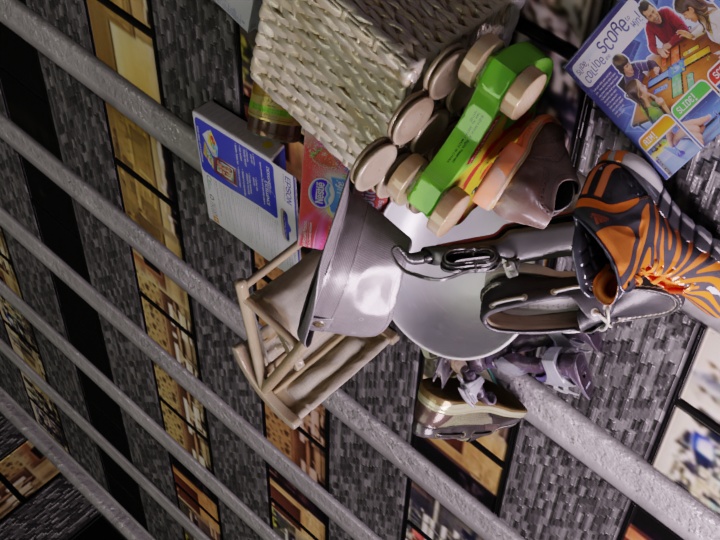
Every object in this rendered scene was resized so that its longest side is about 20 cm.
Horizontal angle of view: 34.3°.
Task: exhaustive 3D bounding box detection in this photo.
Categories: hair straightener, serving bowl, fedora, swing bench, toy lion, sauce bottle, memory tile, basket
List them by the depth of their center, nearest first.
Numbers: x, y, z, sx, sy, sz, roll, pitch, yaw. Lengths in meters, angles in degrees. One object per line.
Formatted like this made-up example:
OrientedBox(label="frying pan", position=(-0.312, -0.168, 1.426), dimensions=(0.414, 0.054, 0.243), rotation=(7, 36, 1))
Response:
OrientedBox(label="memory tile", position=(0.068, -0.125, 1.066), dimensions=(0.017, 0.154, 0.200), rotation=(42, -170, 20))
OrientedBox(label="toy lion", position=(0.115, -0.120, 1.072), dimensions=(0.068, 0.191, 0.201), rotation=(38, 117, 14))
OrientedBox(label="basket", position=(0.017, -0.223, 1.098), dimensions=(0.200, 0.160, 0.199), rotation=(45, 151, 16))
OrientedBox(label="hair straightener", position=(0.128, -0.022, 1.119), dimensions=(0.077, 0.197, 0.041), rotation=(-110, 16, -71))
OrientedBox(label="fedora", position=(0.000, 0.000, 1.197), dimensions=(0.089, 0.178, 0.201), rotation=(18, 141, -3))
OrientedBox(label="sauce bottle", position=(-0.075, -0.239, 1.232), dimensions=(0.064, 0.064, 0.202), rotation=(24, 111, 39))
OrientedBox(label="serving bowl", position=(0.112, -0.009, 1.248), dimensions=(0.198, 0.066, 0.203), rotation=(8, 104, 31))
OrientedBox(label="swing bench", position=(-0.049, 0.055, 1.453), dimensions=(0.129, 0.198, 0.201), rotation=(40, 148, 20))

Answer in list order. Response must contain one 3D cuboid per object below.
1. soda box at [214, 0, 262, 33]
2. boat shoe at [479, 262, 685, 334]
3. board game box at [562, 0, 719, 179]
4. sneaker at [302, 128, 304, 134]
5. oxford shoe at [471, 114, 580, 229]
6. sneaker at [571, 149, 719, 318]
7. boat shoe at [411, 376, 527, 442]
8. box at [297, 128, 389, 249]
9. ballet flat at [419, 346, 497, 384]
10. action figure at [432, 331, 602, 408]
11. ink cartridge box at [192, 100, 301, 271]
OrientedBox(label="soda box", position=(-0.103, -0.348, 1.221), dimensions=(0.064, 0.068, 0.201), rotation=(45, 150, 13))
OrientedBox(label="boat shoe", position=(0.212, 0.032, 1.121), dimensions=(0.197, 0.061, 0.074), rotation=(3, 139, 15))
OrientedBox(label="board game box", position=(0.260, -0.176, 0.928), dimensions=(0.136, 0.034, 0.200), rotation=(49, 150, 6))
OrientedBox(label="sneaker", position=(-0.061, -0.191, 1.332), dimensions=(0.071, 0.072, 0.202), rotation=(16, 136, 45))
OrientedBox(label="oxford shoe", position=(0.158, -0.082, 1.031), dimensions=(0.073, 0.200, 0.072), rotation=(35, 121, 7))
OrientedBox(label="sneaker", position=(0.251, 0.000, 1.024), dimensions=(0.200, 0.113, 0.077), rotation=(42, 155, -17))
OrientedBox(label="boat shoe", position=(0.122, 0.164, 1.354), dimensions=(0.073, 0.199, 0.065), rotation=(39, 107, 38))
OrientedBox(label="box", position=(-0.013, -0.116, 1.282), dimensions=(0.101, 0.095, 0.201), rotation=(10, 142, 0))
OrientedBox(label="ballet flat", position=(0.106, 0.103, 1.424), dimensions=(0.067, 0.062, 0.201), rotation=(-1, 122, 55))
OrientedBox(label="action figure", position=(0.162, 0.093, 1.276), dimensions=(0.198, 0.131, 0.070), rotation=(-3, 137, 40))
OrientedBox(label="ink cartridge box", position=(-0.138, -0.104, 1.566), dimensions=(0.199, 0.047, 0.199), rotation=(33, 144, 28))
